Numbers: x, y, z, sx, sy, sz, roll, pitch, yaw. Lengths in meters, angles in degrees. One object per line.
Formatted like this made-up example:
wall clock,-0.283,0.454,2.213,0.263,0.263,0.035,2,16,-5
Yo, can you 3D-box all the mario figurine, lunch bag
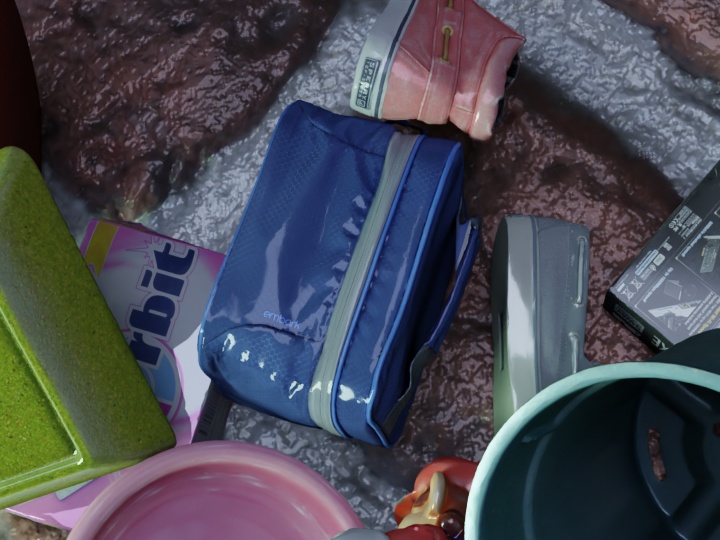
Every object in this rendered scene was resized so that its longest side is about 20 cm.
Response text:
mario figurine,0.031,0.184,0.687,0.104,0.201,0.125,10,119,9
lunch bag,0.000,0.000,0.767,0.130,0.136,0.203,17,76,11

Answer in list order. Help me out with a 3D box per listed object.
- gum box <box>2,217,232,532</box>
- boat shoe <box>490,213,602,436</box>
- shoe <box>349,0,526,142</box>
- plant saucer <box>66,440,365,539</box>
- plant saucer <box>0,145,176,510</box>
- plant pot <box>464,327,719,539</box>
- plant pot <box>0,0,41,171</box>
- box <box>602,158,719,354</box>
gum box,-0.142,0.071,0.801,0.112,0.066,0.203,15,77,11
boat shoe,0.120,0.065,0.767,0.070,0.070,0.204,0,80,-5
shoe,0.058,-0.144,0.797,0.090,0.072,0.201,17,33,3
plant saucer,-0.082,0.201,0.716,0.197,0.051,0.204,5,75,-20
plant saucer,-0.232,0.059,0.693,0.197,0.048,0.202,-19,112,11
plant pot,0.184,0.123,0.654,0.198,0.195,0.204,7,104,29
plant pot,-0.298,-0.075,0.807,0.197,0.176,0.203,-6,74,6
box,0.273,-0.006,0.777,0.157,0.050,0.200,40,83,15
